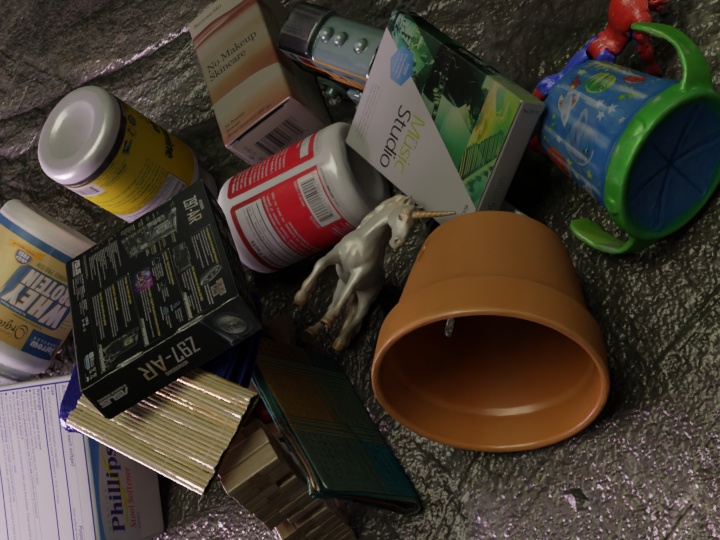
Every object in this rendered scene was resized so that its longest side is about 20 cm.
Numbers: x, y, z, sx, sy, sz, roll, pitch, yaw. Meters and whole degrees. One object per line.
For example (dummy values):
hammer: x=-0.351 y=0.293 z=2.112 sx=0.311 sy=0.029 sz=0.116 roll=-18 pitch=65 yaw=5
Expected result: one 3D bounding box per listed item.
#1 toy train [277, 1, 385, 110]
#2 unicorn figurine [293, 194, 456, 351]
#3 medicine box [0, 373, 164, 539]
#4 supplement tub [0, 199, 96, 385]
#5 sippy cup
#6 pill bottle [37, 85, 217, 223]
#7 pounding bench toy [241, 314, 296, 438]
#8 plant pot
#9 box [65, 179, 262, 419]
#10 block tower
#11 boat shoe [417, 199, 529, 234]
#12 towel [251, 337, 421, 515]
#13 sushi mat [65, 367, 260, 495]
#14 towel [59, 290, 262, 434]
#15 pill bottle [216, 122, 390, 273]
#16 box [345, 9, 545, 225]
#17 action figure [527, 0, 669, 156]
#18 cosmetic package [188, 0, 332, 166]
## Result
toy train: x=0.002 y=-0.221 z=1.275 sx=0.199 sy=0.114 sz=0.086 roll=29 pitch=88 yaw=40
unicorn figurine: x=0.000 y=0.000 z=1.140 sx=0.074 sy=0.200 sz=0.138 roll=38 pitch=74 yaw=0
medicine box: x=-0.325 y=0.207 z=1.283 sx=0.198 sy=0.103 sz=0.184 roll=-10 pitch=86 yaw=31
supplement tub: x=-0.407 y=0.033 z=1.430 sx=0.144 sy=0.144 sz=0.201 roll=28 pitch=87 yaw=40
sippy cup: x=0.230 y=-0.116 z=1.041 sx=0.178 sy=0.139 sz=0.130 roll=-51 pitch=48 yaw=2
pill bottle: x=-0.256 y=-0.116 z=1.354 sx=0.112 sy=0.200 sz=0.114 roll=-14 pitch=62 yaw=29
pounding bench toy: x=-0.149 y=0.071 z=1.221 sx=0.123 sy=0.156 sz=0.202 roll=-23 pitch=58 yaw=25
plant pot: x=0.114 y=0.044 z=1.037 sx=0.199 sy=0.200 sz=0.141 roll=-18 pitch=44 yaw=28
box: x=-0.184 y=0.020 z=1.084 sx=0.159 sy=0.044 sz=0.200 roll=-31 pitch=37 yaw=3
block tower: x=-0.065 y=0.204 z=1.080 sx=0.058 sy=0.200 sz=0.054 roll=-34 pitch=51 yaw=-2
boat shoe: x=0.086 y=-0.065 z=1.170 sx=0.071 sy=0.072 sz=0.200 roll=-53 pitch=51 yaw=2
towel: x=-0.033 y=0.141 z=1.115 sx=0.022 sy=0.146 sz=0.200 roll=-50 pitch=49 yaw=18
sushi mat: x=-0.177 y=0.121 z=1.043 sx=0.199 sy=0.012 sz=0.096 roll=16 pitch=75 yaw=40
towel: x=-0.181 y=0.090 z=1.107 sx=0.199 sy=0.050 sz=0.149 roll=0 pitch=63 yaw=36
pill bottle: x=-0.077 y=-0.066 z=1.261 sx=0.199 sy=0.112 sz=0.113 roll=-24 pitch=57 yaw=25
box: x=0.072 y=-0.136 z=1.117 sx=0.200 sy=0.036 sz=0.145 roll=43 pitch=123 yaw=39
action figure: x=0.240 y=-0.197 z=1.136 sx=0.200 sy=0.098 sz=0.066 roll=-53 pitch=49 yaw=33
cosmetic package: x=-0.117 y=-0.224 z=1.378 sx=0.103 sy=0.087 sz=0.201 roll=-35 pitch=53 yaw=19
